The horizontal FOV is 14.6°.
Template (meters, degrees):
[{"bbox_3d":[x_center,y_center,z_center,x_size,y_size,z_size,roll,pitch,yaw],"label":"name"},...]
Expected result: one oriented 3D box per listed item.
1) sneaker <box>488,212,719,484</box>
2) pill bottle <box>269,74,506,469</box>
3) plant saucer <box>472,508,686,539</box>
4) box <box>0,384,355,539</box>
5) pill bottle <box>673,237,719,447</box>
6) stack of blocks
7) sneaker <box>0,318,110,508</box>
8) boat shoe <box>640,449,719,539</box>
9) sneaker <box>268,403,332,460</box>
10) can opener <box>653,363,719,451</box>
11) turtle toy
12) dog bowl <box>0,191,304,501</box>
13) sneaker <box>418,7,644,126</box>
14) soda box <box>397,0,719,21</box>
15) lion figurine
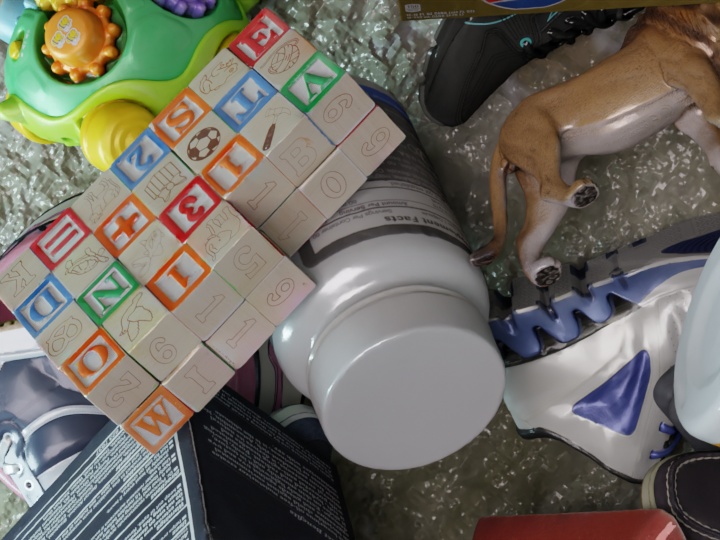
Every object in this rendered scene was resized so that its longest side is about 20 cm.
[{"bbox_3d":[0.159,0.045,1.477,0.199,0.081,0.115,-16,106,11],"label":"sneaker"},{"bbox_3d":[0.000,0.000,1.443,0.114,0.114,0.200,-41,42,17],"label":"pill bottle"},{"bbox_3d":[0.134,0.215,1.398,0.037,0.200,0.200,-30,97,-25],"label":"plant saucer"},{"bbox_3d":[-0.103,0.184,1.396,0.123,0.198,0.200,37,105,-21],"label":"box"},{"bbox_3d":[0.255,0.050,1.297,0.200,0.112,0.112,17,102,-11],"label":"pill bottle"},{"bbox_3d":[-0.074,-0.022,1.389,0.200,0.059,0.115,-46,42,-2],"label":"stack of blocks"},{"bbox_3d":[-0.206,0.086,1.514,0.200,0.070,0.109,-12,91,15],"label":"sneaker"},{"bbox_3d":[0.235,0.116,1.351,0.200,0.065,0.072,14,57,-13],"label":"boat shoe"},{"bbox_3d":[-0.028,0.187,1.518,0.146,0.077,0.203,33,111,39],"label":"sneaker"},{"bbox_3d":[0.211,0.133,1.439,0.066,0.053,0.200,-37,110,-2],"label":"can opener"},{"bbox_3d":[-0.109,-0.134,1.488,0.200,0.146,0.101,-31,115,-20],"label":"turtle toy"},{"bbox_3d":[-0.135,0.054,1.563,0.200,0.074,0.200,2,97,17],"label":"dog bowl"},{"bbox_3d":[0.105,-0.148,1.465,0.079,0.075,0.200,38,106,7],"label":"sneaker"},{"bbox_3d":[0.115,-0.170,1.391,0.200,0.068,0.064,-4,72,3],"label":"soda box"},{"bbox_3d":[0.129,-0.080,1.429,0.200,0.073,0.123,-23,47,-1],"label":"lion figurine"}]
